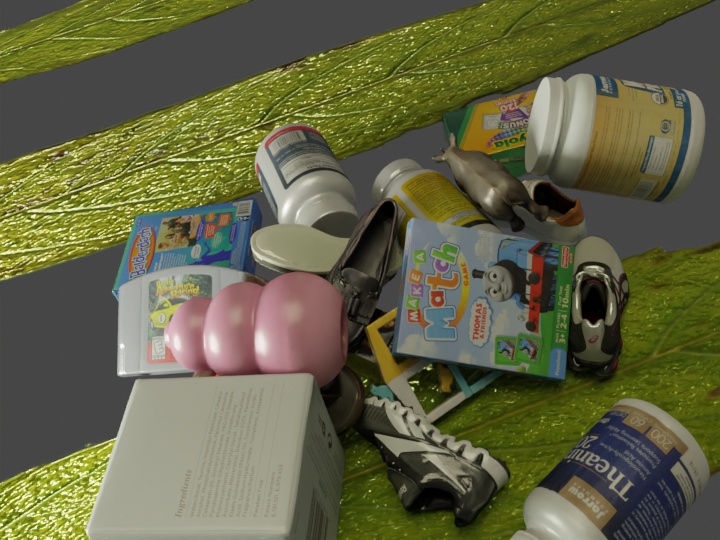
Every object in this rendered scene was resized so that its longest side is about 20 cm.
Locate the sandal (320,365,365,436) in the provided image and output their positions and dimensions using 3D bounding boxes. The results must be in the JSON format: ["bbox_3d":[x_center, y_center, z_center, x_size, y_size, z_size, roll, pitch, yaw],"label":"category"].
[{"bbox_3d":[-0.069,0.125,0.856,0.199,0.054,0.083,35,105,44],"label":"sandal"}]

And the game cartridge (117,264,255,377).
[{"bbox_3d":[-0.226,0.063,0.948,0.195,0.041,0.137,-7,75,15],"label":"game cartridge"}]

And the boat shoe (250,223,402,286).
[{"bbox_3d":[-0.046,-0.011,0.948,0.196,0.061,0.074,6,54,-15],"label":"boat shoe"}]

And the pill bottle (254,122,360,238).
[{"bbox_3d":[-0.071,-0.108,1.050,0.117,0.121,0.202,-22,48,-6],"label":"pill bottle"}]

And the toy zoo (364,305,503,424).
[{"bbox_3d":[0.094,0.087,0.850,0.197,0.020,0.133,-31,86,-12],"label":"toy zoo"}]

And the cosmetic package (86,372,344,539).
[{"bbox_3d":[-0.132,0.221,0.742,0.194,0.169,0.169,-3,48,11],"label":"cosmetic package"}]

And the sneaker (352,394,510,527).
[{"bbox_3d":[0.053,0.203,0.780,0.197,0.067,0.091,22,56,28],"label":"sneaker"}]

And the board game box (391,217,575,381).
[{"bbox_3d":[0.141,0.034,0.836,0.194,0.037,0.156,9,79,-6],"label":"board game box"}]

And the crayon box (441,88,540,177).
[{"bbox_3d":[0.230,-0.200,1.094,0.195,0.059,0.121,-14,47,2],"label":"crayon box"}]

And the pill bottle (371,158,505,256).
[{"bbox_3d":[0.097,-0.060,0.968,0.111,0.114,0.201,-28,49,-11],"label":"pill bottle"}]

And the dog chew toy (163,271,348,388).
[{"bbox_3d":[-0.113,0.067,0.785,0.194,0.126,0.127,-2,48,6],"label":"dog chew toy"}]

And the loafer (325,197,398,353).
[{"bbox_3d":[0.000,0.000,0.882,0.070,0.063,0.204,22,62,-4],"label":"loafer"}]

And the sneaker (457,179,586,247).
[{"bbox_3d":[0.215,-0.101,0.994,0.197,0.086,0.073,23,59,32],"label":"sneaker"}]

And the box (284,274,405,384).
[{"bbox_3d":[-0.031,0.072,0.928,0.196,0.051,0.076,20,58,30],"label":"box"}]

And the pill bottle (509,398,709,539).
[{"bbox_3d":[0.223,0.224,0.685,0.199,0.112,0.110,-38,51,-20],"label":"pill bottle"}]

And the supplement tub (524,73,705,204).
[{"bbox_3d":[0.325,-0.173,0.959,0.194,0.146,0.147,9,49,0],"label":"supplement tub"}]

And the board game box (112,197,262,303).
[{"bbox_3d":[-0.248,-0.026,1.074,0.194,0.046,0.155,-6,49,9],"label":"board game box"}]

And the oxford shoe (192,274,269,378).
[{"bbox_3d":[-0.164,0.097,0.873,0.072,0.072,0.201,33,74,15],"label":"oxford shoe"}]

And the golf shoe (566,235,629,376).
[{"bbox_3d":[0.281,0.023,0.866,0.075,0.089,0.203,0,48,16],"label":"golf shoe"}]

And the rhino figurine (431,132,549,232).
[{"bbox_3d":[0.155,-0.121,0.953,0.060,0.086,0.201,-53,39,13],"label":"rhino figurine"}]
